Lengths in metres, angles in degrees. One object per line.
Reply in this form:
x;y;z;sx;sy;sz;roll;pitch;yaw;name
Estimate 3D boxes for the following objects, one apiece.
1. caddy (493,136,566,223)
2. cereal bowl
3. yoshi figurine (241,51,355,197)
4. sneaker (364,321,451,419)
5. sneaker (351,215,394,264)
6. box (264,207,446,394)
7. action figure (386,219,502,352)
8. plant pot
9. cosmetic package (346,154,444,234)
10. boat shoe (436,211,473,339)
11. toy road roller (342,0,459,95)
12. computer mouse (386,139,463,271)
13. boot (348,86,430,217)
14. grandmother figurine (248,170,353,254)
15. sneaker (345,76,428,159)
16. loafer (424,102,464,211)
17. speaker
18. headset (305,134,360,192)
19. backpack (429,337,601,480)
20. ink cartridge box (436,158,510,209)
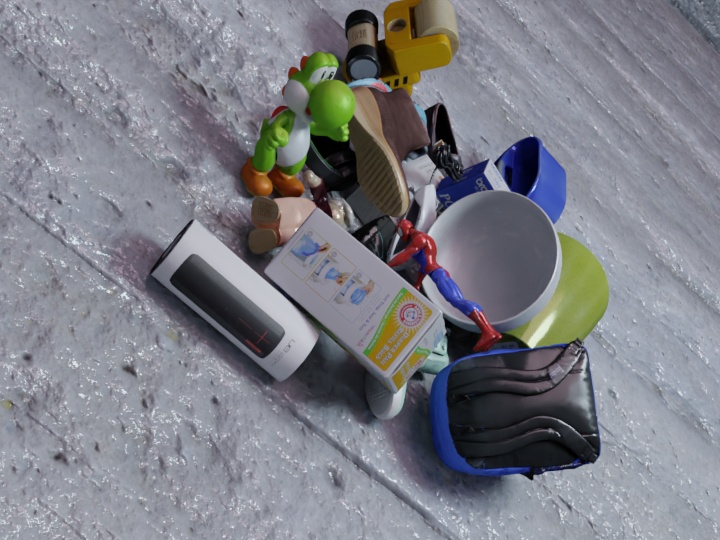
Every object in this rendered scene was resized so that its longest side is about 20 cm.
0.263;-0.137;1.738;0.104;0.141;0.202;37;36;-21;caddy
0.183;-0.003;1.427;0.083;0.197;0.203;48;23;-56;cereal bowl
-0.071;-0.179;1.347;0.110;0.202;0.113;25;27;-8;yoshi figurine
0.071;0.122;1.352;0.117;0.074;0.203;28;39;-21;sneaker
0.000;0.000;1.402;0.080;0.075;0.201;52;43;-13;sneaker
-0.003;0.039;1.242;0.199;0.102;0.113;40;-7;17;box
0.088;0.030;1.354;0.202;0.098;0.065;58;13;16;action figure
0.244;0.072;1.513;0.187;0.187;0.200;46;43;-4;plant pot
0.066;-0.112;1.578;0.083;0.050;0.199;54;35;4;cosmetic package
0.143;0.008;1.537;0.071;0.075;0.204;21;51;-47;boat shoe
0.067;-0.341;1.676;0.147;0.196;0.125;66;17;-48;toy road roller
0.097;-0.083;1.497;0.043;0.203;0.110;21;-11;17;computer mouse
0.055;-0.177;1.487;0.165;0.072;0.203;-13;73;-49;boot
-0.071;-0.070;1.372;0.060;0.124;0.199;20;13;27;grandmother figurine
0.039;-0.233;1.634;0.198;0.079;0.097;15;50;-38;sneaker
0.135;-0.188;1.709;0.071;0.063;0.203;13;50;-39;loafer
-0.141;0.036;1.197;0.199;0.081;0.082;42;36;-13;speaker
-0.026;-0.175;1.496;0.199;0.093;0.125;28;38;-54;headset
0.186;0.189;1.339;0.196;0.168;0.166;-4;75;-15;backpack
0.207;-0.067;1.611;0.201;0.093;0.044;55;38;-21;ink cartridge box
